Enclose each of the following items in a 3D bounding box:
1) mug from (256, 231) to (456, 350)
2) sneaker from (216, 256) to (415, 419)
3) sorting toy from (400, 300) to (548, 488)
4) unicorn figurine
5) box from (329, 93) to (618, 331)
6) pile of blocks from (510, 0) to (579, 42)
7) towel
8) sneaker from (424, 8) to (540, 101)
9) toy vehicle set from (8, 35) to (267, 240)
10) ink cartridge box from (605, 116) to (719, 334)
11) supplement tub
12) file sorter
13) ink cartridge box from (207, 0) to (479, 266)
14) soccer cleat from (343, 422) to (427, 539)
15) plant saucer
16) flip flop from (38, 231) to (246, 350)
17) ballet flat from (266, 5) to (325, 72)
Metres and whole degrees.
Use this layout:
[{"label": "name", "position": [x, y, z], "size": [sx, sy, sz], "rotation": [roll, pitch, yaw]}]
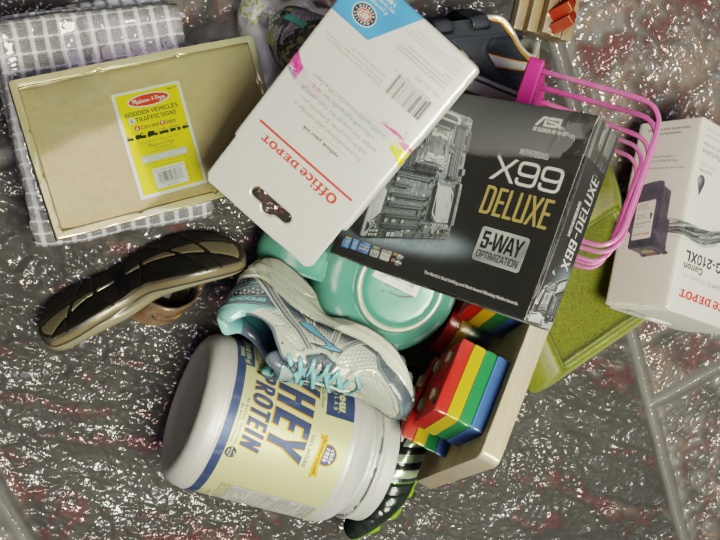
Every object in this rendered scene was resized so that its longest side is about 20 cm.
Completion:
[{"label": "mug", "position": [0.007, 0.008, 0.810], "size": [0.183, 0.114, 0.153], "rotation": [-22, 109, -12]}, {"label": "sneaker", "position": [-0.044, 0.080, 0.747], "size": [0.199, 0.078, 0.086], "rotation": [35, 47, 9]}, {"label": "sorting toy", "position": [0.101, 0.092, 0.796], "size": [0.069, 0.199, 0.201], "rotation": [27, 67, -2]}, {"label": "unicorn figurine", "position": [-0.080, -0.185, 0.766], "size": [0.136, 0.074, 0.203], "rotation": [-4, 89, -16]}, {"label": "box", "position": [0.086, -0.058, 0.670], "size": [0.050, 0.199, 0.159], "rotation": [22, 89, -51]}, {"label": "pile of blocks", "position": [0.228, -0.318, 0.830], "size": [0.082, 0.062, 0.201], "rotation": [35, 91, -22]}, {"label": "towel", "position": [-0.221, -0.130, 0.720], "size": [0.164, 0.086, 0.202], "rotation": [-12, 106, -15]}, {"label": "sneaker", "position": [0.088, -0.217, 0.803], "size": [0.198, 0.078, 0.080], "rotation": [11, 105, -31]}, {"label": "toy vehicle set", "position": [-0.166, -0.110, 0.678], "size": [0.198, 0.026, 0.126], "rotation": [-17, 97, -21]}, {"label": "ink cartridge box", "position": [0.355, -0.042, 0.891], "size": [0.144, 0.084, 0.202], "rotation": [16, 84, -32]}, {"label": "supplement tub", "position": [-0.076, 0.157, 0.804], "size": [0.198, 0.145, 0.146], "rotation": [21, 96, -21]}, {"label": "file sorter", "position": [0.195, -0.085, 0.776], "size": [0.124, 0.200, 0.140], "rotation": [20, 90, 13]}, {"label": "ink cartridge box", "position": [-0.014, -0.116, 0.653], "size": [0.115, 0.068, 0.200], "rotation": [41, 104, -2]}, {"label": "soccer cleat", "position": [0.042, 0.199, 0.901], "size": [0.081, 0.067, 0.200], "rotation": [45, 81, -12]}, {"label": "plant saucer", "position": [0.243, 0.016, 0.924], "size": [0.199, 0.048, 0.201], "rotation": [-32, 110, -8]}, {"label": "flip flop", "position": [-0.198, 0.025, 0.774], "size": [0.199, 0.081, 0.058], "rotation": [-28, 127, -8]}, {"label": "ballet flat", "position": [-0.007, -0.148, 0.740], "size": [0.072, 0.072, 0.200], "rotation": [-46, 130, -2]}]
